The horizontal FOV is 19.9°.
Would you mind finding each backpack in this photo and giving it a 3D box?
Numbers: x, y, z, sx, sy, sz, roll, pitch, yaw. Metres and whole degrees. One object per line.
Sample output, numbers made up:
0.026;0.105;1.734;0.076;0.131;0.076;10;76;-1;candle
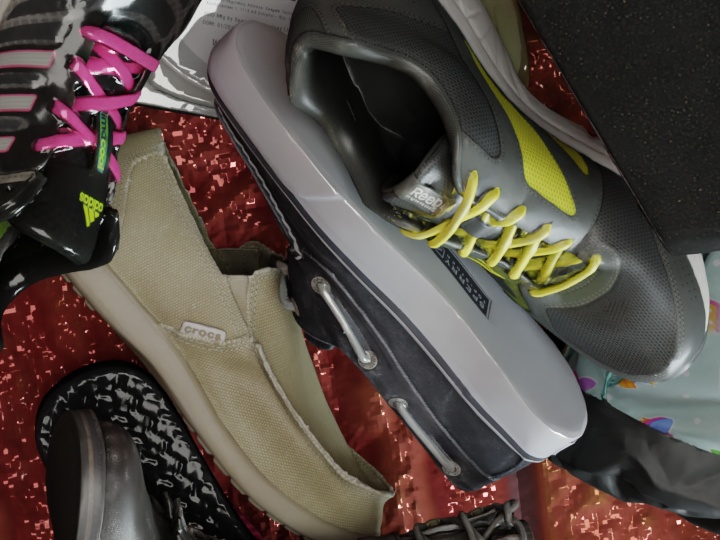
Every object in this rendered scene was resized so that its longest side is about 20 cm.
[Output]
0.173;0.008;0.810;0.166;0.127;0.201;21;99;-15;backpack

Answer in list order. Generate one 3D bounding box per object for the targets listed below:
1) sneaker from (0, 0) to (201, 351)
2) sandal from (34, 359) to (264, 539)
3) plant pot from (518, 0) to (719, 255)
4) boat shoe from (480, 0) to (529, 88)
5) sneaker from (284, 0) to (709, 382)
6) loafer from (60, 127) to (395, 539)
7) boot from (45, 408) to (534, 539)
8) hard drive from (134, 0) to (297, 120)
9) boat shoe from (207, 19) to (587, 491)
-0.107;-0.046;0.726;0.200;0.087;0.074;-48;148;8;sneaker
-0.066;0.124;0.829;0.075;0.045;0.200;-27;101;-5;sandal
0.138;-0.119;0.651;0.177;0.200;0.200;-29;109;14;plant pot
0.010;-0.151;0.746;0.062;0.073;0.201;-17;105;-1;boat shoe
0.041;-0.026;0.721;0.200;0.085;0.074;46;126;-8;sneaker
-0.048;0.026;0.800;0.068;0.076;0.200;-40;103;4;loafer
-0.021;0.114;0.764;0.173;0.069;0.200;-13;129;-8;boot
-0.032;-0.156;0.794;0.139;0.038;0.201;10;96;-13;hard drive
0.000;0.000;0.764;0.068;0.072;0.200;-33;108;26;boat shoe
